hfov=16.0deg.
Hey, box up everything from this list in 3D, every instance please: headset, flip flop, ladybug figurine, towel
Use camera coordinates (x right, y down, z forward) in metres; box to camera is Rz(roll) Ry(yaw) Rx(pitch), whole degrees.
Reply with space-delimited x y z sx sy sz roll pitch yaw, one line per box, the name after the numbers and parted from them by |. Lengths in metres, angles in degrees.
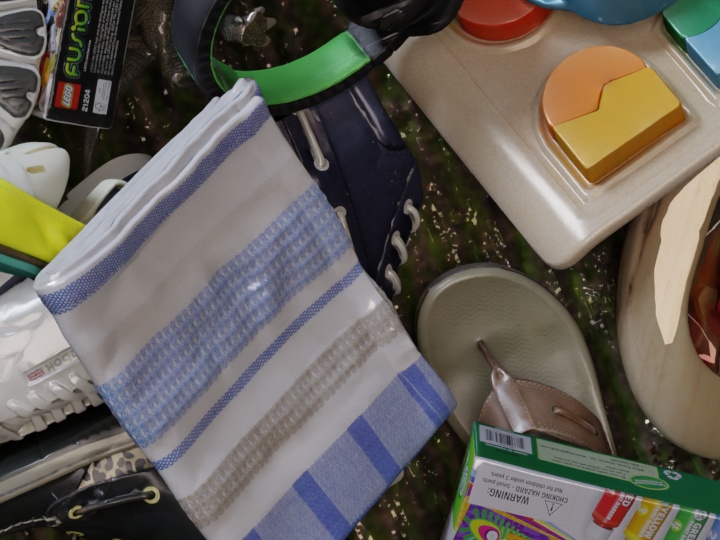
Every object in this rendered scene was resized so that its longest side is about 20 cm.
0.009 -0.138 1.127 0.200 0.123 0.094 -46 58 13 | headset
0.086 0.091 1.237 0.081 0.058 0.200 -18 95 -3 | flip flop
0.184 -0.011 1.224 0.135 0.072 0.200 19 92 -19 | ladybug figurine
-0.045 0.034 1.133 0.147 0.024 0.200 -46 118 -29 | towel

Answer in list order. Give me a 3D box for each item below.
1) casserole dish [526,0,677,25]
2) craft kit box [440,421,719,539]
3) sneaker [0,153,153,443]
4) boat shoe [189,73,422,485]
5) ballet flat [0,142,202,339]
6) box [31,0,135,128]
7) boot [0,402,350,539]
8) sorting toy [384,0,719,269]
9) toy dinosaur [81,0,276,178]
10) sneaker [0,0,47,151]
0.143 -0.200 1.185 0.200 0.039 0.121 -40 63 -8 | casserole dish
0.122 0.189 1.227 0.199 0.049 0.198 13 113 -4 | craft kit box
-0.146 0.038 1.199 0.200 0.076 0.081 -45 73 1 | sneaker
0.000 0.000 1.221 0.093 0.075 0.200 -29 105 -16 | boat shoe
-0.132 -0.017 1.118 0.200 0.067 0.067 29 77 -33 | ballet flat
-0.132 -0.171 1.175 0.035 0.110 0.201 8 96 -31 | box
-0.098 0.137 1.222 0.203 0.073 0.154 -24 101 4 | boot
0.117 -0.125 1.194 0.200 0.036 0.185 -38 63 1 | sorting toy
-0.085 -0.138 1.202 0.077 0.102 0.200 10 104 -42 | toy dinosaur
-0.186 -0.129 1.172 0.080 0.083 0.200 -2 67 -9 | sneaker
